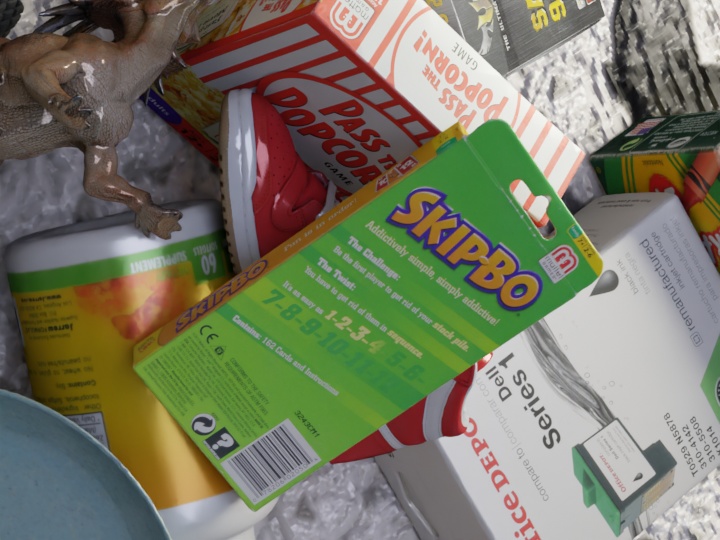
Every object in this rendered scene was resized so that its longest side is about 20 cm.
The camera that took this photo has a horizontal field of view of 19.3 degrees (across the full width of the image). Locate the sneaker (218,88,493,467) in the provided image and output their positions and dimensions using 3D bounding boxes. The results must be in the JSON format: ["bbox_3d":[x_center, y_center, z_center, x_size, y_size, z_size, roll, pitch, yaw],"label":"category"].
[{"bbox_3d":[0.000,0.000,1.015,0.111,0.071,0.201,-8,117,11],"label":"sneaker"}]

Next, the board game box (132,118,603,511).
[{"bbox_3d":[0.004,0.018,0.952,0.199,0.030,0.096,-33,114,11],"label":"board game box"}]

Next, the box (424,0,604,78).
[{"bbox_3d":[0.048,-0.202,1.099,0.158,0.048,0.202,-33,107,-54],"label":"box"}]

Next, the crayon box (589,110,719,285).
[{"bbox_3d":[0.220,0.008,1.183,0.051,0.127,0.201,-35,105,-22],"label":"crayon box"}]

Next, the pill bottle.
[{"bbox_3d":[-0.099,0.073,1.029,0.110,0.111,0.202,-14,97,-26],"label":"pill bottle"}]

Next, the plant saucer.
[{"bbox_3d":[-0.166,0.137,0.985,0.202,0.200,0.039,64,25,-13],"label":"plant saucer"}]

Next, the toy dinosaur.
[{"bbox_3d":[-0.153,-0.084,0.974,0.198,0.136,0.086,-6,131,-9],"label":"toy dinosaur"}]

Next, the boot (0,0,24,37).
[{"bbox_3d":[-0.254,-0.145,0.967,0.132,0.070,0.199,52,30,15],"label":"boot"}]

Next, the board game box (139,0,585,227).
[{"bbox_3d":[-0.008,-0.074,1.024,0.151,0.200,0.046,41,66,-20],"label":"board game box"}]

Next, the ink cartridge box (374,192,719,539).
[{"bbox_3d":[0.113,0.072,1.152,0.200,0.084,0.147,-37,105,-22],"label":"ink cartridge box"}]
